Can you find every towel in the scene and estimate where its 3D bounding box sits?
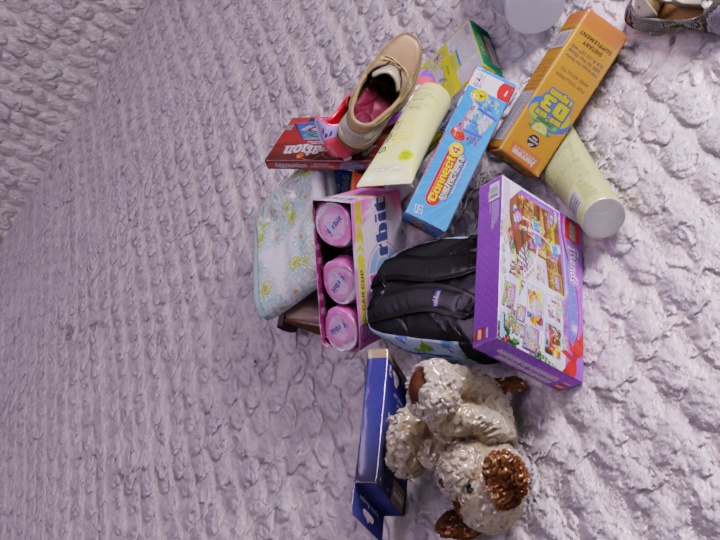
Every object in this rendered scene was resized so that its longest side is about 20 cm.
[{"bbox_3d":[-0.098,-0.047,1.552,0.171,0.048,0.201,-36,49,40],"label":"towel"}]

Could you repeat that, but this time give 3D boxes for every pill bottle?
[{"bbox_3d":[0.218,-0.413,1.423,0.112,0.112,0.201,-42,37,32],"label":"pill bottle"}]

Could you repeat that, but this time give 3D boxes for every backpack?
[{"bbox_3d":[0.097,0.039,1.265,0.199,0.154,0.165,-1,67,33],"label":"backpack"}]

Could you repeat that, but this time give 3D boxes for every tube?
[{"bbox_3d":[0.065,-0.173,1.371,0.058,0.052,0.201,-49,9,49],"label":"tube"},{"bbox_3d":[0.251,-0.107,1.214,0.058,0.052,0.200,-17,32,0],"label":"tube"}]

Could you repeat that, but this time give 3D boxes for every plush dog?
[{"bbox_3d":[0.124,0.200,1.124,0.201,0.159,0.173,111,150,-55],"label":"plush dog"}]

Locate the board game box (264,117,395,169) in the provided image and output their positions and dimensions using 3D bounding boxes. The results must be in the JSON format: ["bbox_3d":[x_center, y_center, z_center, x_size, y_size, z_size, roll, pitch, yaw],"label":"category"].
[{"bbox_3d":[-0.036,-0.188,1.537,0.198,0.020,0.103,4,48,30],"label":"board game box"}]

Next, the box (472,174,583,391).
[{"bbox_3d":[0.184,0.014,1.135,0.039,0.136,0.201,-27,46,44],"label":"box"}]

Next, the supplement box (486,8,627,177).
[{"bbox_3d":[0.236,-0.212,1.264,0.201,0.066,0.069,-58,12,4],"label":"supplement box"}]

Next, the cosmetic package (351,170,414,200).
[{"bbox_3d":[0.027,-0.174,1.599,0.083,0.050,0.201,-47,35,33],"label":"cosmetic package"}]

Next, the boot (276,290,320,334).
[{"bbox_3d":[-0.067,0.021,1.582,0.199,0.070,0.147,-1,66,58],"label":"boot"}]

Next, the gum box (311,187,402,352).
[{"bbox_3d":[0.000,0.000,1.365,0.066,0.113,0.202,5,105,34],"label":"gum box"}]

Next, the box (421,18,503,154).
[{"bbox_3d":[0.116,-0.256,1.529,0.200,0.048,0.118,-41,38,30],"label":"box"}]

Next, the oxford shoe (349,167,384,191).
[{"bbox_3d":[0.002,-0.048,1.491,0.072,0.071,0.202,-24,65,53],"label":"oxford shoe"}]

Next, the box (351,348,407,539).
[{"bbox_3d":[0.029,0.210,1.250,0.032,0.121,0.202,-3,59,19],"label":"box"}]

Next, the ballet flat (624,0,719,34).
[{"bbox_3d":[0.355,-0.309,1.179,0.072,0.072,0.200,-63,30,1],"label":"ballet flat"}]

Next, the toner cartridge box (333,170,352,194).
[{"bbox_3d":[-0.076,-0.091,1.657,0.200,0.043,0.096,-24,59,61],"label":"toner cartridge box"}]

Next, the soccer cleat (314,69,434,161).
[{"bbox_3d":[0.023,-0.235,1.479,0.200,0.077,0.067,-38,32,-14],"label":"soccer cleat"}]

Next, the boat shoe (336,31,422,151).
[{"bbox_3d":[0.036,-0.253,1.426,0.201,0.074,0.066,-64,3,-24],"label":"boat shoe"}]

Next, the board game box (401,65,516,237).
[{"bbox_3d":[0.121,-0.144,1.338,0.197,0.056,0.200,-64,-1,0],"label":"board game box"}]
